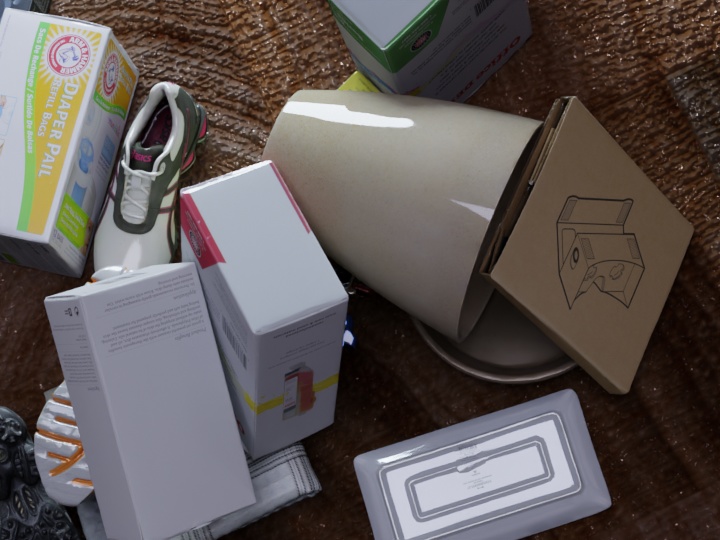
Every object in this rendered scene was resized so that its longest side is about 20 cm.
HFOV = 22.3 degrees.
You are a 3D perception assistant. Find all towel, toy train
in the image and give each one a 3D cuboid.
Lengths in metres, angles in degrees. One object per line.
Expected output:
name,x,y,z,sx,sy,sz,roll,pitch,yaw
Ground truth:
towel,-0.157,0.145,1.547,0.198,0.035,0.194,-25,67,0
toy train,0.000,0.000,1.576,0.045,0.034,0.202,23,80,3

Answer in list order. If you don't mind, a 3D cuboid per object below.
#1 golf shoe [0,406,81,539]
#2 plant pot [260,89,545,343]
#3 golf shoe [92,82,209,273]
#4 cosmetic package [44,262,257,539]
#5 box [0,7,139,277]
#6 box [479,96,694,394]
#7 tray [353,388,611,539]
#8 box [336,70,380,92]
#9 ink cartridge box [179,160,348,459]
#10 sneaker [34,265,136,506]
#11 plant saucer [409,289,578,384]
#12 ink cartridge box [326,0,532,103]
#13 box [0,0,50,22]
golf shoe,-0.282,0.208,1.546,0.077,0.094,0.202,-15,98,-12
plant pot,0.025,-0.067,1.477,0.198,0.187,0.189,23,79,12
golf shoe,-0.194,-0.069,1.594,0.076,0.088,0.202,12,79,9
cosmetic package,-0.165,0.104,1.441,0.107,0.085,0.202,-16,96,-31
box,-0.277,-0.112,1.603,0.100,0.113,0.202,12,76,11
box,0.186,-0.016,1.471,0.021,0.200,0.165,6,64,46
tray,0.099,0.175,1.520,0.198,0.022,0.108,-18,73,3
box,-0.054,-0.079,1.583,0.200,0.075,0.050,-45,76,-6
ink cartridge box,-0.080,0.034,1.463,0.083,0.201,0.146,-21,61,-18
sneaker,-0.213,0.101,1.525,0.077,0.077,0.202,14,73,7
plant saucer,0.133,0.000,1.558,0.198,0.029,0.202,-2,76,8
ink cartridge box,0.061,-0.217,1.537,0.145,0.200,0.084,-44,71,-5
box,-0.383,-0.195,1.675,0.159,0.044,0.202,12,77,11
